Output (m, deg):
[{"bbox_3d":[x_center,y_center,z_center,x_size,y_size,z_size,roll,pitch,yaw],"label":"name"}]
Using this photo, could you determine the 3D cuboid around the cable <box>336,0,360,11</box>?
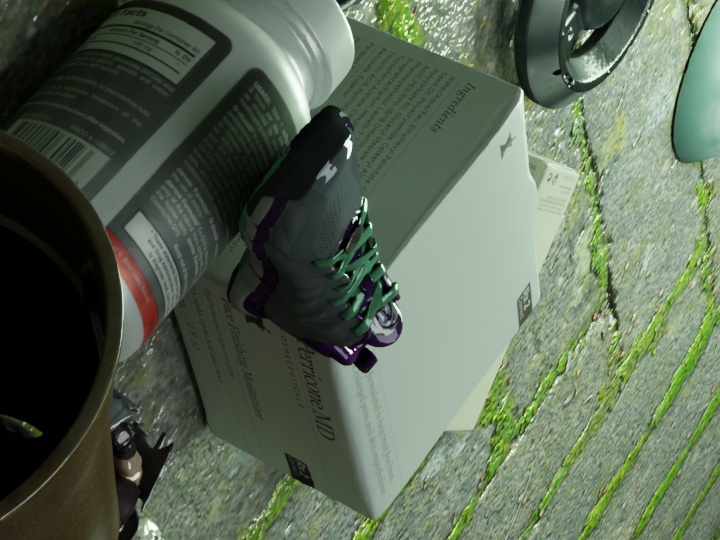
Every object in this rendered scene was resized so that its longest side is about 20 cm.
[{"bbox_3d":[-0.006,-0.214,1.047,0.200,0.051,0.164,-19,129,-66],"label":"cable"}]

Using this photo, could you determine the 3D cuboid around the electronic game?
[{"bbox_3d":[0.165,-0.209,1.425,0.200,0.042,0.200,-43,147,-38],"label":"electronic game"}]

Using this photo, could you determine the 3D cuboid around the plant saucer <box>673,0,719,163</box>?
[{"bbox_3d":[0.345,-0.184,1.814,0.200,0.036,0.200,-46,150,-37],"label":"plant saucer"}]

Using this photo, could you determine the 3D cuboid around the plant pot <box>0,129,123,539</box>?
[{"bbox_3d":[-0.184,0.071,0.833,0.200,0.200,0.198,-53,160,-24],"label":"plant pot"}]

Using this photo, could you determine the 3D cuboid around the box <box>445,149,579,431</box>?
[{"bbox_3d":[0.071,0.006,1.395,0.068,0.082,0.200,8,104,-65],"label":"box"}]

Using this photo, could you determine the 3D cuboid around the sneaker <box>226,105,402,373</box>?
[{"bbox_3d":[-0.007,-0.010,0.955,0.074,0.087,0.200,-52,175,-17],"label":"sneaker"}]

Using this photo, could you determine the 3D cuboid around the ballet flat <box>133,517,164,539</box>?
[{"bbox_3d":[-0.158,0.243,1.181,0.200,0.072,0.072,-57,154,-18],"label":"ballet flat"}]

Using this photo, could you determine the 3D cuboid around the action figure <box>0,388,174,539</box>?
[{"bbox_3d":[-0.165,0.116,1.052,0.130,0.069,0.200,-69,160,-8],"label":"action figure"}]

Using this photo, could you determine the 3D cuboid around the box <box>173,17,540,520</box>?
[{"bbox_3d":[0.000,0.000,1.187,0.200,0.131,0.199,-52,152,-27],"label":"box"}]

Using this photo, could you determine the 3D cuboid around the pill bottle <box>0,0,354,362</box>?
[{"bbox_3d":[-0.096,-0.061,0.957,0.200,0.116,0.116,-50,152,-28],"label":"pill bottle"}]
